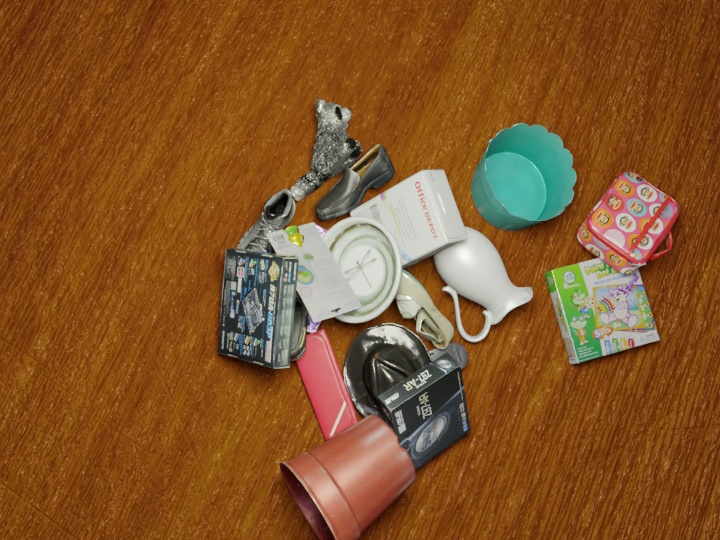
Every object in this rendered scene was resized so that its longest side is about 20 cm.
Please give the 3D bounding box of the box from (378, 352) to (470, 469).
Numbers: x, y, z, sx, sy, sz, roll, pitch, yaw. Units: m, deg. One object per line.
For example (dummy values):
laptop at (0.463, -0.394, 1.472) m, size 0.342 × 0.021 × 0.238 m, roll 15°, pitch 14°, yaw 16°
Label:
box at (0.124, 0.270, 1.387) m, size 0.158 × 0.203 × 0.044 m, roll -29°, pitch 42°, yaw -17°

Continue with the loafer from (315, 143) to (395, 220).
loafer at (-0.019, -0.180, 1.497) m, size 0.199 × 0.073 × 0.072 m, roll -42°, pitch 45°, yaw -19°

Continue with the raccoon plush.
raccoon plush at (-0.091, -0.257, 1.505) m, size 0.198 × 0.097 × 0.135 m, roll -35°, pitch 78°, yaw -13°

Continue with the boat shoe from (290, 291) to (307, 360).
boat shoe at (-0.131, 0.066, 1.413) m, size 0.070 × 0.061 × 0.206 m, roll -4°, pitch 76°, yaw -3°

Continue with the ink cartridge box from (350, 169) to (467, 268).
ink cartridge box at (0.093, -0.089, 1.441) m, size 0.084 × 0.198 × 0.147 m, roll -10°, pitch 78°, yaw -50°

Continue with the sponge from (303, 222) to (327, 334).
sponge at (-0.096, 0.015, 1.479) m, size 0.110 × 0.030 × 0.203 m, roll 28°, pitch 77°, yaw -3°

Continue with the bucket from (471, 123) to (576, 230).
bucket at (0.331, -0.186, 1.531) m, size 0.202 × 0.135 × 0.212 m, roll 2°, pitch 80°, yaw -9°

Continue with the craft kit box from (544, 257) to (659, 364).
craft kit box at (0.508, 0.076, 1.557) m, size 0.196 × 0.049 × 0.202 m, roll -14°, pitch 79°, yaw -11°

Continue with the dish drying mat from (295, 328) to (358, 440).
dish drying mat at (-0.070, 0.221, 1.435) m, size 0.075 × 0.018 × 0.204 m, roll -21°, pitch 89°, yaw 4°

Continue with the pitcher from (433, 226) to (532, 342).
pitcher at (0.224, 0.028, 1.491) m, size 0.172 × 0.121 × 0.200 m, roll -45°, pitch 100°, yaw -2°

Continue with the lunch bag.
lunch bag at (0.573, -0.092, 1.557) m, size 0.175 × 0.082 × 0.200 m, roll 38°, pitch 66°, yaw 12°

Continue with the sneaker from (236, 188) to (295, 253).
sneaker at (-0.189, -0.075, 1.437) m, size 0.074 × 0.116 × 0.203 m, roll 26°, pitch 76°, yaw -3°

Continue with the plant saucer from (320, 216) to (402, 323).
plant saucer at (0.000, 0.000, 1.428) m, size 0.196 × 0.050 × 0.205 m, roll -4°, pitch 83°, yaw 30°

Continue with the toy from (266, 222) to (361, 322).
toy at (-0.094, 0.008, 1.403) m, size 0.113 × 0.047 × 0.203 m, roll -15°, pitch 68°, yaw -36°

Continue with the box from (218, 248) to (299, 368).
box at (-0.192, 0.067, 1.373) m, size 0.046 × 0.157 × 0.205 m, roll 1°, pitch 95°, yaw -51°

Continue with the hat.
hat at (0.052, 0.204, 1.405) m, size 0.196 × 0.081 × 0.206 m, roll 0°, pitch 89°, yaw 9°

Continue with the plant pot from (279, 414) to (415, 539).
plant pot at (-0.015, 0.380, 1.348) m, size 0.193 × 0.201 × 0.203 m, roll -32°, pitch 85°, yaw -21°

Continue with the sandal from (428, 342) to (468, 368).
sandal at (0.124, 0.196, 1.472) m, size 0.197 × 0.043 × 0.077 m, roll -26°, pitch 84°, yaw -13°

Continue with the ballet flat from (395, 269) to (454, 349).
ballet flat at (0.116, 0.082, 1.444) m, size 0.200 × 0.069 × 0.070 m, roll 46°, pitch 74°, yaw -26°
